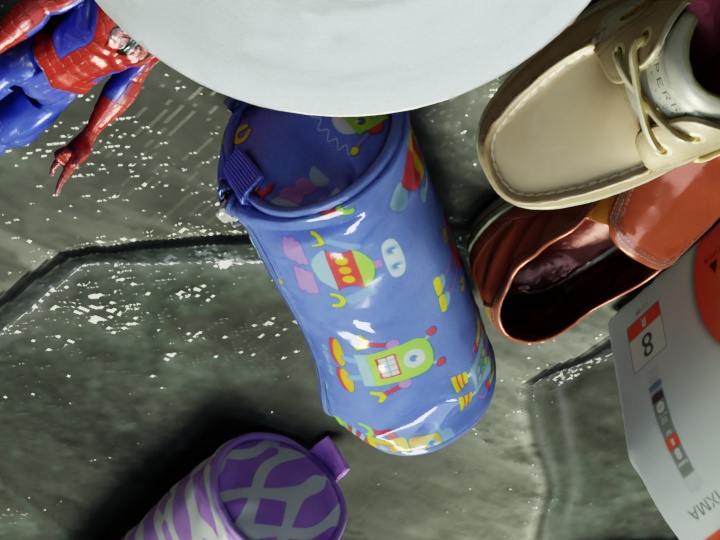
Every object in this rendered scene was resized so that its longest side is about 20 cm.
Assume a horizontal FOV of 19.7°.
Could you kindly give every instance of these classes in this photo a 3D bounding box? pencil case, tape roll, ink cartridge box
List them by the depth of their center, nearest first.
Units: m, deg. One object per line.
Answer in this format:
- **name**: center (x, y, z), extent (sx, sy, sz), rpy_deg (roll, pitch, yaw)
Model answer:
- **tape roll**: center (-0.005, -0.148, 0.648), extent (0.203, 0.037, 0.203), rpy_deg (1, 113, 2)
- **ink cartridge box**: center (0.176, 0.064, 0.878), extent (0.050, 0.200, 0.162), rpy_deg (20, 137, -23)
- **pencil case**: center (0.000, 0.000, 0.882), extent (0.087, 0.078, 0.200), rpy_deg (-24, 141, 0)
- **pencil case**: center (-0.087, 0.160, 1.089), extent (0.085, 0.084, 0.200), rpy_deg (-18, 162, -45)

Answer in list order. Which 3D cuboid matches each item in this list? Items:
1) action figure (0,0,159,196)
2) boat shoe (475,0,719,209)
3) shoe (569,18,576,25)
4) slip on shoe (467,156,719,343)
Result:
- **action figure**: center (-0.129, -0.071, 0.810), extent (0.200, 0.052, 0.065), rpy_deg (-30, 132, 27)
- **boat shoe**: center (0.126, -0.079, 0.776), extent (0.200, 0.069, 0.074), rpy_deg (-29, 95, 21)
- **shoe**: center (-0.027, -0.104, 0.722), extent (0.200, 0.071, 0.091), rpy_deg (-13, 103, 7)
- **slip on shoe**: center (0.123, -0.032, 0.865), extent (0.074, 0.061, 0.200), rpy_deg (29, 131, -32)
